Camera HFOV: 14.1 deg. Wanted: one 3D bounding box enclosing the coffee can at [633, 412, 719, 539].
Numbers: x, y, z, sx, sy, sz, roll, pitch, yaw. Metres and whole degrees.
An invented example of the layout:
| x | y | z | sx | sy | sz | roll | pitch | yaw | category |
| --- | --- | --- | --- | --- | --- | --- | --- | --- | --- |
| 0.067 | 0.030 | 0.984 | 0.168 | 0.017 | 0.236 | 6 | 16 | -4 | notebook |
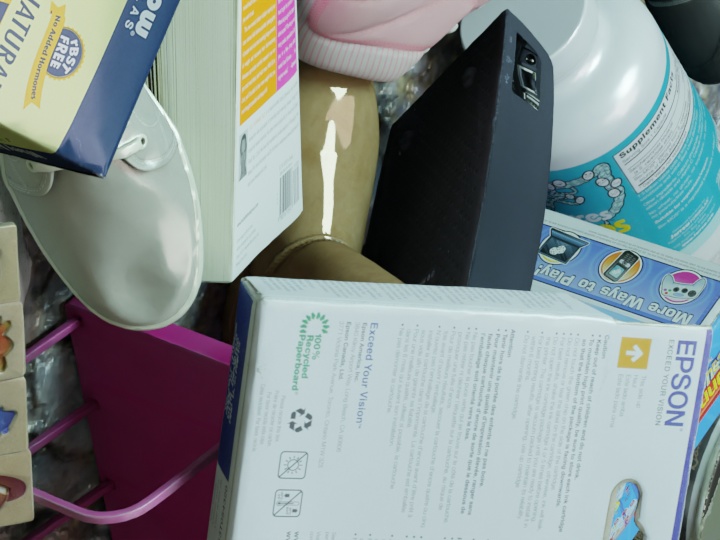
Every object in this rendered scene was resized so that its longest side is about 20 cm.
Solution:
| x | y | z | sx | sy | sz | roll | pitch | yaw | category |
| --- | --- | --- | --- | --- | --- | --- | --- | --- | --- |
| 0.136 | 0.087 | 1.543 | 0.146 | 0.199 | 0.147 | -26 | 125 | -46 | coffee can |

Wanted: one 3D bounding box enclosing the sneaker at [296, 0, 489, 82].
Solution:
| x | y | z | sx | sy | sz | roll | pitch | yaw | category |
| --- | --- | --- | --- | --- | --- | --- | --- | --- | --- |
| 0.042 | -0.151 | 1.358 | 0.200 | 0.075 | 0.105 | -23 | 159 | -31 | sneaker |

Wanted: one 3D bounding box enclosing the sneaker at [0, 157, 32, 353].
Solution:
| x | y | z | sx | sy | sz | roll | pitch | yaw | category |
| --- | --- | --- | --- | --- | --- | --- | --- | --- | --- |
| -0.177 | -0.062 | 1.181 | 0.089 | 0.075 | 0.201 | -59 | 145 | -53 | sneaker |

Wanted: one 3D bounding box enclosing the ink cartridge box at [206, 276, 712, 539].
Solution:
| x | y | z | sx | sy | sz | roll | pitch | yaw | category |
| --- | --- | --- | --- | --- | --- | --- | --- | --- | --- |
| 0.036 | 0.105 | 1.227 | 0.199 | 0.043 | 0.197 | 4 | 106 | -17 | ink cartridge box |

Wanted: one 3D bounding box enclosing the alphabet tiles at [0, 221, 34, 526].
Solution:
| x | y | z | sx | sy | sz | roll | pitch | yaw | category |
| --- | --- | --- | --- | --- | --- | --- | --- | --- | --- |
| -0.213 | 0.054 | 1.152 | 0.166 | 0.006 | 0.201 | -9 | 115 | -19 | alphabet tiles |

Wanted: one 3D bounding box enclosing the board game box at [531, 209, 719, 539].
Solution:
| x | y | z | sx | sy | sz | roll | pitch | yaw | category |
| --- | --- | --- | --- | --- | --- | --- | --- | --- | --- |
| 0.066 | 0.060 | 1.437 | 0.196 | 0.199 | 0.056 | -51 | 142 | -26 | board game box |

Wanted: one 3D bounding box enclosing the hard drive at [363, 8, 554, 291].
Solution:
| x | y | z | sx | sy | sz | roll | pitch | yaw | category |
| --- | --- | --- | --- | --- | --- | --- | --- | --- | --- |
| 0.042 | -0.012 | 1.387 | 0.042 | 0.135 | 0.201 | 23 | 54 | -18 | hard drive |

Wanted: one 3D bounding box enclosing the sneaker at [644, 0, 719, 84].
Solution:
| x | y | z | sx | sy | sz | roll | pitch | yaw | category |
| --- | --- | --- | --- | --- | --- | --- | --- | --- | --- |
| 0.146 | -0.190 | 1.527 | 0.087 | 0.076 | 0.201 | -19 | 95 | -41 | sneaker |

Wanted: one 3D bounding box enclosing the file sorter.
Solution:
| x | y | z | sx | sy | sz | roll | pitch | yaw | category |
| --- | --- | --- | --- | --- | --- | --- | --- | --- | --- |
| -0.101 | 0.139 | 1.299 | 0.125 | 0.139 | 0.201 | -37 | 132 | -37 | file sorter |

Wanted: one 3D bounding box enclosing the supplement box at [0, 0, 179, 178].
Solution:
| x | y | z | sx | sy | sz | roll | pitch | yaw | category |
| --- | --- | --- | --- | --- | --- | --- | --- | --- | --- |
| -0.184 | -0.141 | 0.970 | 0.199 | 0.200 | 0.135 | 28 | 82 | -38 | supplement box |

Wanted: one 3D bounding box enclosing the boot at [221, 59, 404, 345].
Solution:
| x | y | z | sx | sy | sz | roll | pitch | yaw | category |
| --- | --- | --- | --- | --- | --- | --- | --- | --- | --- |
| 0.000 | 0.000 | 1.319 | 0.066 | 0.200 | 0.176 | 2 | 106 | -20 | boot |

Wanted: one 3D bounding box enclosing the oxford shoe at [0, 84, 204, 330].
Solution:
| x | y | z | sx | sy | sz | roll | pitch | yaw | category |
| --- | --- | --- | --- | --- | --- | --- | --- | --- | --- |
| -0.115 | -0.065 | 1.146 | 0.058 | 0.075 | 0.201 | -91 | 166 | -72 | oxford shoe |

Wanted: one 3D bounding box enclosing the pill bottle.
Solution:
| x | y | z | sx | sy | sz | roll | pitch | yaw | category |
| --- | --- | --- | --- | --- | --- | --- | --- | --- | --- |
| 0.121 | -0.080 | 1.528 | 0.111 | 0.110 | 0.200 | -60 | 143 | -16 | pill bottle |

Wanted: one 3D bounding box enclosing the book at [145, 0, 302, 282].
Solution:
| x | y | z | sx | sy | sz | roll | pitch | yaw | category |
| --- | --- | --- | --- | --- | --- | --- | --- | --- | --- |
| -0.053 | -0.108 | 1.226 | 0.134 | 0.048 | 0.201 | -47 | 137 | -71 | book |
